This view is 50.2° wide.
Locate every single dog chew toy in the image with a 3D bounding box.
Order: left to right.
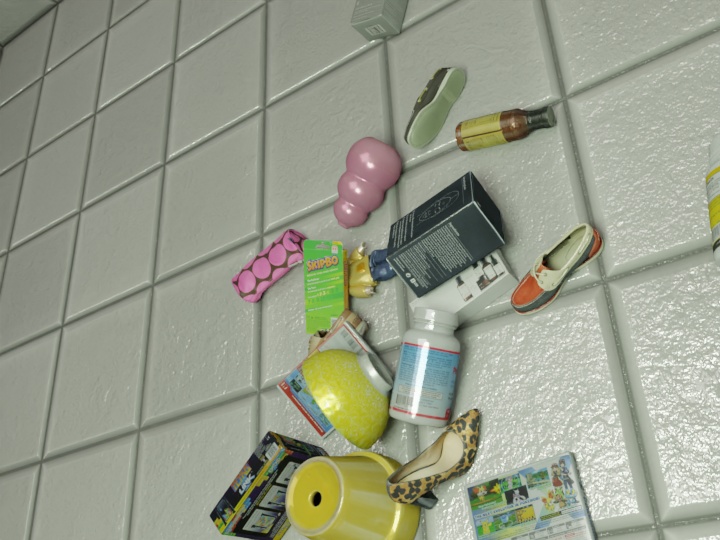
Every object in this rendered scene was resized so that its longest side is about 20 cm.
[{"bbox_3d":[0.006,-0.185,1.671,0.124,0.124,0.202,34,99,43],"label":"dog chew toy"}]

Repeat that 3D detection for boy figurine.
[{"bbox_3d":[0.000,0.000,1.616,0.198,0.064,0.126,-20,60,28],"label":"boy figurine"}]

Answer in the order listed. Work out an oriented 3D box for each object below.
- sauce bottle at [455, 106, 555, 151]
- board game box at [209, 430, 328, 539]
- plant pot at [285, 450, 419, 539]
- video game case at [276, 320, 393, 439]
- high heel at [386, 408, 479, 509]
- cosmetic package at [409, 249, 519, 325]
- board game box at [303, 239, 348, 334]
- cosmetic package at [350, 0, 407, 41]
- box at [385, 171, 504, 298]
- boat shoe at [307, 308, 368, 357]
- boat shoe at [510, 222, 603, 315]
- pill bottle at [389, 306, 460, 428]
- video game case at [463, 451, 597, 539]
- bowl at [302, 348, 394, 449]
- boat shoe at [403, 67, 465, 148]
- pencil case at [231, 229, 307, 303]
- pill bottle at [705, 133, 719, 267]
[{"bbox_3d":[0.287,-0.283,1.528,0.198,0.066,0.067,-5,65,35],"label":"sauce bottle"},{"bbox_3d":[-0.166,0.416,1.469,0.057,0.165,0.201,38,93,41],"label":"board game box"},{"bbox_3d":[-0.026,0.410,1.345,0.199,0.188,0.203,-18,59,32],"label":"plant pot"},{"bbox_3d":[-0.052,0.218,1.525,0.200,0.017,0.143,-43,84,13],"label":"video game case"},{"bbox_3d":[0.126,0.311,1.303,0.071,0.142,0.201,29,88,43],"label":"high heel"},{"bbox_3d":[0.192,0.042,1.449,0.199,0.051,0.083,-39,49,17],"label":"cosmetic package"},{"bbox_3d":[-0.072,0.036,1.602,0.094,0.030,0.203,4,104,26],"label":"board game box"},{"bbox_3d":[0.057,-0.679,1.896,0.106,0.090,0.202,-3,69,40],"label":"cosmetic package"},{"bbox_3d":[0.159,-0.069,1.454,0.199,0.107,0.149,-34,20,22],"label":"box"},{"bbox_3d":[-0.072,0.155,1.570,0.200,0.076,0.072,-44,89,12],"label":"boat shoe"},{"bbox_3d":[0.336,-0.003,1.348,0.200,0.062,0.071,-43,50,15],"label":"boat shoe"},{"bbox_3d":[0.120,0.172,1.378,0.108,0.108,0.203,8,85,40],"label":"pill bottle"},{"bbox_3d":[0.269,0.406,1.224,0.199,0.022,0.184,-27,54,27],"label":"video game case"},{"bbox_3d":[-0.003,0.213,1.403,0.107,0.200,0.201,-38,49,10],"label":"bowl"},{"bbox_3d":[0.152,-0.354,1.670,0.060,0.072,0.202,26,79,47],"label":"boat shoe"},{"bbox_3d":[-0.204,-0.005,1.770,0.200,0.090,0.094,-40,63,19],"label":"pencil case"},{"bbox_3d":[0.587,-0.108,1.164,0.113,0.114,0.202,-11,62,34],"label":"pill bottle"}]
